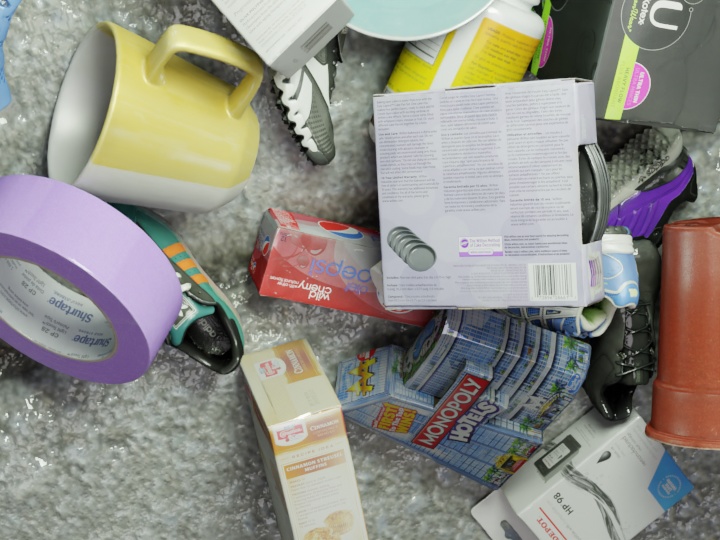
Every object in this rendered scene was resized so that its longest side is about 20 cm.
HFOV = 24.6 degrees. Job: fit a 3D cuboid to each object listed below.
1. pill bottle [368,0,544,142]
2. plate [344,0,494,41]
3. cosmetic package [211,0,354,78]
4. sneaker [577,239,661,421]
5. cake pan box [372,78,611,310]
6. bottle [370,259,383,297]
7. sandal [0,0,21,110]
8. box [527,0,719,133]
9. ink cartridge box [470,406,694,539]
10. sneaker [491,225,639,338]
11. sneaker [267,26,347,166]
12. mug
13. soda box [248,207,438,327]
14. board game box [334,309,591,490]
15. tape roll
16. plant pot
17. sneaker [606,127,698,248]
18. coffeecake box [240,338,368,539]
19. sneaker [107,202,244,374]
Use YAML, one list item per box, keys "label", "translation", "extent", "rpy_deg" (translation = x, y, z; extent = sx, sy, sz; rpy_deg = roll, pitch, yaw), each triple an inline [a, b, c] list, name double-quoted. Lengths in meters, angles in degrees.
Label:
- label: "pill bottle"
  translation: [0.092, -0.188, 1.469]
  extent: [0.108, 0.109, 0.202]
  rpy_deg: [20, 105, -20]
- label: "plate"
  translation: [0.042, -0.289, 1.413]
  extent: [0.198, 0.026, 0.203]
  rpy_deg: [-2, 77, 7]
- label: "cosmetic package"
  translation: [-0.102, -0.263, 1.349]
  extent: [0.085, 0.108, 0.200]
  rpy_deg: [-42, 85, 6]
- label: "sneaker"
  translation: [0.259, 0.060, 1.593]
  extent: [0.075, 0.091, 0.202]
  rpy_deg: [-7, 131, -12]
- label: "cake pan box"
  translation: [0.108, -0.062, 1.379]
  extent: [0.198, 0.052, 0.187]
  rpy_deg: [-2, 97, 29]
- label: "bottle"
  translation: [0.099, -0.039, 1.496]
  extent: [0.199, 0.084, 0.066]
  rpy_deg: [-36, 81, -15]
- label: "sandal"
  translation: [-0.331, -0.163, 1.394]
  extent: [0.086, 0.080, 0.201]
  rpy_deg: [26, 111, -25]
- label: "box"
  translation: [0.233, -0.221, 1.441]
  extent: [0.123, 0.200, 0.150]
  rpy_deg: [5, 110, -16]
- label: "ink cartridge box"
  translation: [0.226, 0.234, 1.690]
  extent: [0.199, 0.067, 0.116]
  rpy_deg: [-40, 116, 3]
- label: "sneaker"
  translation: [0.185, 0.033, 1.552]
  extent: [0.075, 0.078, 0.200]
  rpy_deg: [0, 154, -34]
- label: "sneaker"
  translation: [-0.043, -0.190, 1.457]
  extent: [0.090, 0.067, 0.202]
  rpy_deg: [-21, 112, -3]
- label: "mug"
  translation: [-0.163, -0.117, 1.402]
  extent: [0.152, 0.186, 0.151]
  rpy_deg: [16, 84, -28]
- label: "soda box"
  translation: [0.000, 0.000, 1.543]
  extent: [0.198, 0.063, 0.071]
  rpy_deg: [12, 107, -18]
- label: "board game box"
  translation: [0.085, 0.114, 1.566]
  extent: [0.198, 0.062, 0.200]
  rpy_deg: [17, 141, -14]
- label: "tape roll"
  translation: [-0.254, 0.010, 1.413]
  extent: [0.200, 0.199, 0.066]
  rpy_deg: [43, 55, -24]
- label: "plant pot"
  translation: [0.358, 0.050, 1.527]
  extent: [0.198, 0.201, 0.198]
  rpy_deg: [-4, 95, -12]
- label: "sneaker"
  translation: [0.243, -0.044, 1.586]
  extent: [0.199, 0.070, 0.100]
  rpy_deg: [-35, 121, 3]
- label: "coffeecake box"
  translation: [-0.049, 0.190, 1.555]
  extent: [0.072, 0.154, 0.202]
  rpy_deg: [-15, 114, -8]
- label: "sneaker"
  translation: [-0.172, 0.016, 1.495]
  extent: [0.071, 0.080, 0.200]
  rpy_deg: [-42, 114, 5]
